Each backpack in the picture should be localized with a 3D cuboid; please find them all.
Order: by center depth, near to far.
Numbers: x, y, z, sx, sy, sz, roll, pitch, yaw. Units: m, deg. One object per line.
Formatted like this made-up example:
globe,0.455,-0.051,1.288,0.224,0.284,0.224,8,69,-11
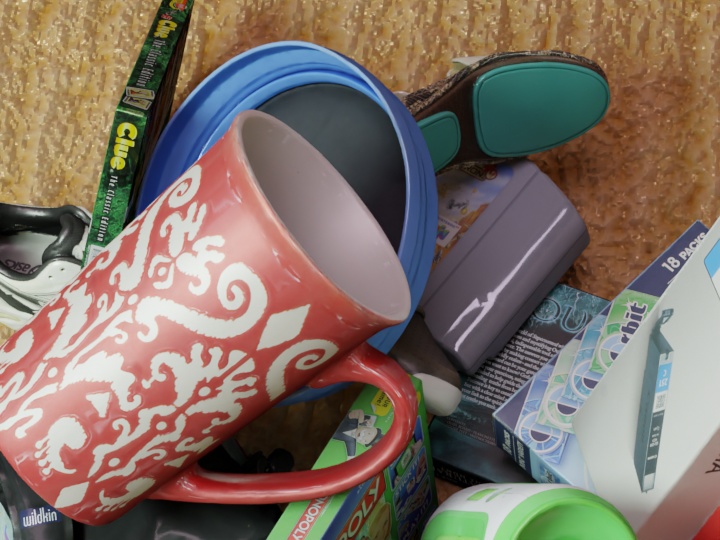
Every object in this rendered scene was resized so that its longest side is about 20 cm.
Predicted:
backpack,-0.143,0.125,1.579,0.166,0.127,0.200,-29,58,-19

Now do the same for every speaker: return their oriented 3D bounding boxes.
speaker,0.086,0.154,1.472,0.088,0.200,0.089,1,86,-11

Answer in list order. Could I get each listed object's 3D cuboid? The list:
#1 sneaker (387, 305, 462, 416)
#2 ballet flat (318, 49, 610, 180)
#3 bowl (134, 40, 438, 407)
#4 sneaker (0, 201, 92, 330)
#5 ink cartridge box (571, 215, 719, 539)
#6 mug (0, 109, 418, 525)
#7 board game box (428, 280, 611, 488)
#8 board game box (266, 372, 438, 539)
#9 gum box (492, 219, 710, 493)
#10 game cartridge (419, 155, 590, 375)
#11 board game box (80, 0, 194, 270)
sneaker,0.000,0.000,1.592,0.082,0.077,0.200,-47,58,1
ballet flat,0.049,-0.090,1.626,0.199,0.068,0.075,-22,33,-29
bowl,-0.041,-0.024,1.544,0.200,0.039,0.202,-9,75,37
sneaker,-0.151,0.007,1.670,0.199,0.088,0.076,10,61,14
ink cartridge box,0.193,0.078,1.405,0.044,0.200,0.177,9,41,-28
mug,-0.081,0.048,1.434,0.200,0.133,0.178,-38,70,17
board game box,0.149,0.088,1.602,0.199,0.028,0.136,21,66,21
board game box,-0.021,0.165,1.513,0.029,0.135,0.200,22,60,20
gum box,0.202,0.094,1.543,0.170,0.045,0.200,-42,65,-15
game cartridge,0.031,-0.032,1.671,0.199,0.042,0.133,30,75,34
board game box,-0.129,-0.083,1.653,0.023,0.105,0.200,16,26,-3
